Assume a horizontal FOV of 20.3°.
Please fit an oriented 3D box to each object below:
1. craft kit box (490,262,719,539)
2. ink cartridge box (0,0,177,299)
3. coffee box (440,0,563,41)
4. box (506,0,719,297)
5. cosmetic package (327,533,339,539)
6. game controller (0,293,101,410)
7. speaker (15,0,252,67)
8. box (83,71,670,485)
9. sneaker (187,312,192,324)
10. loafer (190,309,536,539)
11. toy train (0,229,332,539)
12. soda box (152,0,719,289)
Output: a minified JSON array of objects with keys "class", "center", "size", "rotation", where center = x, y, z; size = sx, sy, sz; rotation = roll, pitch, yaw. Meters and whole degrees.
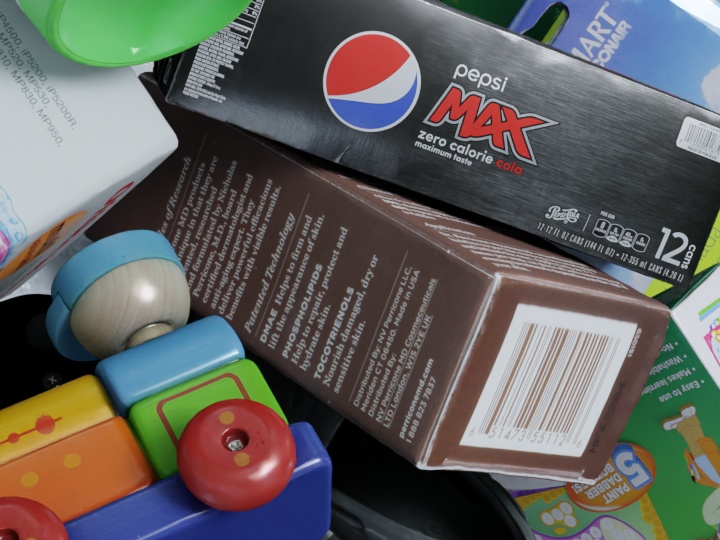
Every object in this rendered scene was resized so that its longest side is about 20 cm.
[{"class":"craft kit box","center":[0.119,0.120,0.784],"size":[0.198,0.200,0.048],"rotation":[53,50,-3]},{"class":"ink cartridge box","center":[-0.192,-0.032,0.649],"size":[0.200,0.145,0.145],"rotation":[-37,92,-41]},{"class":"coffee box","center":[0.064,-0.150,0.894],"size":[0.199,0.044,0.123],"rotation":[35,30,23]},{"class":"box","center":[0.130,-0.038,0.791],"size":[0.199,0.048,0.122],"rotation":[35,91,-13]},{"class":"cosmetic package","center":[0.000,0.210,0.747],"size":[0.151,0.052,0.200],"rotation":[51,48,-9]},{"class":"game controller","center":[-0.150,0.090,0.639],"size":[0.199,0.042,0.104],"rotation":[-35,58,-19]},{"class":"speaker","center":[-0.097,-0.167,0.641],"size":[0.088,0.088,0.201],"rotation":[-5,63,-39]},{"class":"box","center":[0.000,0.000,0.723],"size":[0.100,0.200,0.075],"rotation":[11,107,-46]},{"class":"sneaker","center":[-0.098,0.094,0.725],"size":[0.085,0.074,0.201],"rotation":[48,45,-36]},{"class":"loafer","center":[-0.003,0.063,0.758],"size":[0.068,0.071,0.200],"rotation":[-29,58,-32]},{"class":"toy train","center":[-0.118,0.068,0.598],"size":[0.199,0.085,0.116],"rotation":[-23,59,-16]},{"class":"soda box","center":[0.030,-0.059,0.707],"size":[0.199,0.071,0.064],"rotation":[20,98,-14]}]
